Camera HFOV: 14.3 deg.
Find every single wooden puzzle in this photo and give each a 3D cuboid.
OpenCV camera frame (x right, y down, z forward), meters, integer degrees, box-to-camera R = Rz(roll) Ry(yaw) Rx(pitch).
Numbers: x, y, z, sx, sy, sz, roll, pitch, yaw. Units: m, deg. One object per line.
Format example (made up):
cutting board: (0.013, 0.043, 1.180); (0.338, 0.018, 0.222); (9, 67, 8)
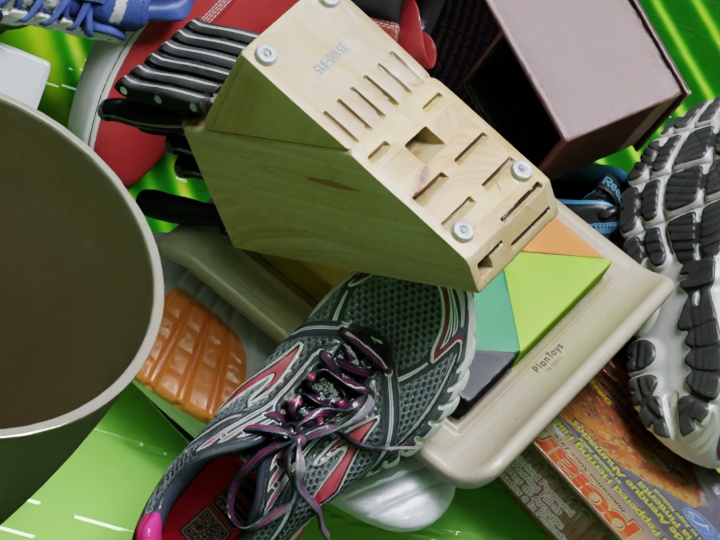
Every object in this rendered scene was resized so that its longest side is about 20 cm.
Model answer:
wooden puzzle: (0.031, -0.006, 1.388); (0.200, 0.037, 0.185); (36, 48, 14)

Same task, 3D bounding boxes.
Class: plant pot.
plant pot: (-0.201, 0.051, 1.206); (0.187, 0.200, 0.188); (14, 47, -15)

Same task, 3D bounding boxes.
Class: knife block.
knife block: (-0.025, -0.041, 1.321); (0.200, 0.176, 0.064); (42, 57, 6)

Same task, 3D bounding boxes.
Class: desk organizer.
desk organizer: (0.078, -0.148, 1.475); (0.077, 0.072, 0.200); (-23, 77, -25)

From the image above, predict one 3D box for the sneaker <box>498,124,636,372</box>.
sneaker: (0.132, -0.004, 1.510); (0.200, 0.082, 0.073); (33, 43, 1)

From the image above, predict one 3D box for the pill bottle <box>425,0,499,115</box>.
pill bottle: (0.036, -0.139, 1.558); (0.200, 0.112, 0.112); (16, 46, -14)

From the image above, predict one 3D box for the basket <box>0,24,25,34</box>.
basket: (-0.221, -0.222, 1.453); (0.139, 0.176, 0.200); (-16, 66, 13)

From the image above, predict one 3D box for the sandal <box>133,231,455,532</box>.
sandal: (-0.048, 0.066, 1.371); (0.207, 0.059, 0.079); (38, 61, 14)

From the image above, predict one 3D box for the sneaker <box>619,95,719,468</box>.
sneaker: (0.181, 0.007, 1.470); (0.085, 0.077, 0.200); (32, 58, -44)

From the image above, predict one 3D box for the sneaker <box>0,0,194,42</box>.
sneaker: (-0.142, -0.145, 1.345); (0.088, 0.075, 0.200); (30, 24, 18)

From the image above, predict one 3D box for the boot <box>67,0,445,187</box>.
boot: (-0.045, -0.104, 1.437); (0.144, 0.072, 0.200); (34, 86, 27)

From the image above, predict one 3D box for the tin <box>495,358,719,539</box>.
tin: (0.111, 0.090, 1.423); (0.200, 0.042, 0.112); (48, 29, 8)

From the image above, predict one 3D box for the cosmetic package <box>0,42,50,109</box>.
cosmetic package: (-0.255, -0.096, 1.367); (0.200, 0.101, 0.071); (20, 82, -9)

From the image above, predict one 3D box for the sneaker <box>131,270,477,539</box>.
sneaker: (-0.022, 0.073, 1.287); (0.081, 0.075, 0.200); (39, 90, 12)

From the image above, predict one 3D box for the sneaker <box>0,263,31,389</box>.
sneaker: (-0.196, -0.004, 1.313); (0.200, 0.112, 0.073); (43, 29, 8)
